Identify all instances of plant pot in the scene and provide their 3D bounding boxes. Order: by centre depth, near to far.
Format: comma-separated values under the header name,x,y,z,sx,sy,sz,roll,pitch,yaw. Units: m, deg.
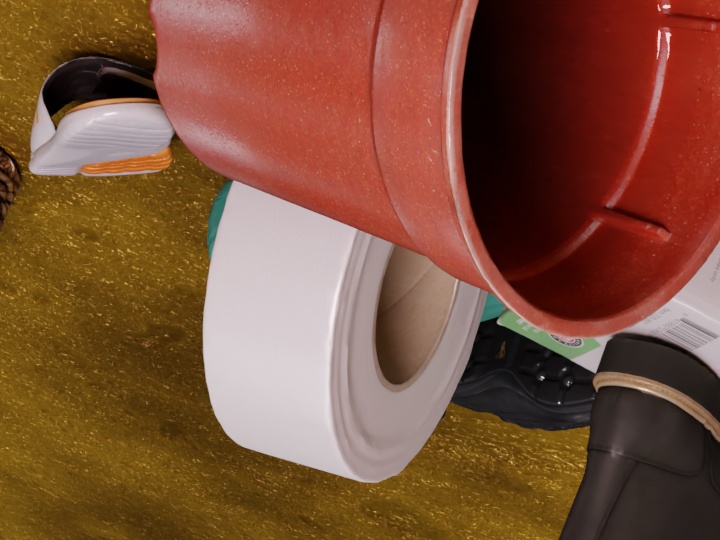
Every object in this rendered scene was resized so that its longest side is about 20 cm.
name,x,y,z,sx,sy,sz,roll,pitch,yaw
plant pot,0.031,-0.092,0.905,0.195,0.201,0.201,16,159,42

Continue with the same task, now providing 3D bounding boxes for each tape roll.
name,x,y,z,sx,sy,sz,roll,pitch,yaw
tape roll,0.000,0.000,1.120,0.071,0.203,0.203,15,157,23

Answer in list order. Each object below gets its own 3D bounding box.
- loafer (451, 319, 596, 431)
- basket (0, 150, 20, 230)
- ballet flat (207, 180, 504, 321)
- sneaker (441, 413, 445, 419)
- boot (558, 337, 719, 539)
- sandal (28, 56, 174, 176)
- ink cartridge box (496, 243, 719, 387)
name,x,y,z,sx,sy,sz,roll,pitch,yaw
loafer,0.118,0.061,1.330,0.070,0.068,0.200,27,165,-28
basket,-0.321,-0.078,1.462,0.200,0.149,0.143,28,126,-11
ballet flat,0.001,0.005,1.309,0.199,0.071,0.067,19,158,13
sneaker,-0.011,0.049,1.459,0.116,0.076,0.200,61,168,-8
boot,0.157,0.138,1.132,0.077,0.139,0.200,4,154,45
sandal,-0.137,-0.090,1.240,0.079,0.059,0.207,-2,175,-14
ink cartridge box,0.191,0.021,1.125,0.200,0.088,0.145,29,160,-9
